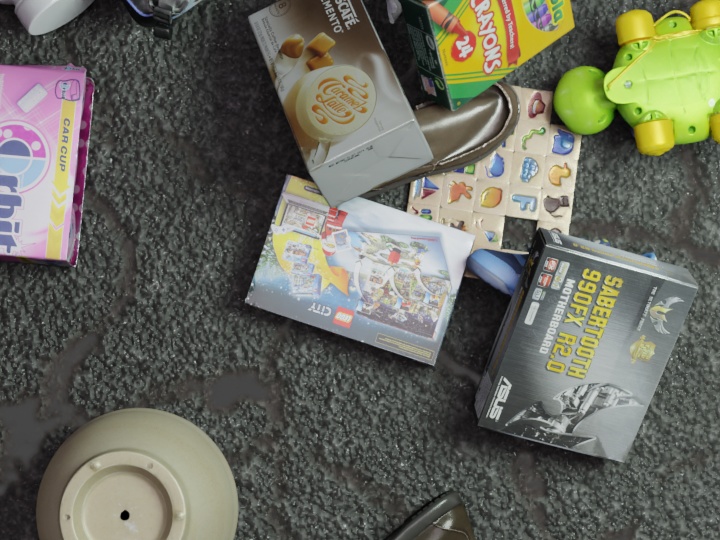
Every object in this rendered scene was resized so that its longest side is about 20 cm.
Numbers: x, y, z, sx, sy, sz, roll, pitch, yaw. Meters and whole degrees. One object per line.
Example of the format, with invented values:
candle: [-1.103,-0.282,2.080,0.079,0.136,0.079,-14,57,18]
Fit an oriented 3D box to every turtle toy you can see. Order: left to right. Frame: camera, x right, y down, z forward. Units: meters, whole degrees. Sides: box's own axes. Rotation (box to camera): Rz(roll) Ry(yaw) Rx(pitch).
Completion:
turtle toy: [0.291,-0.183,1.745,0.199,0.101,0.146,-9,85,-1]

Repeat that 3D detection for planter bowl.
planter bowl: [-0.219,0.231,1.684,0.199,0.135,0.201,0,84,-2]

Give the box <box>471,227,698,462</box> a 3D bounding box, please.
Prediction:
box: [0.213,0.074,1.693,0.158,0.048,0.201,16,111,-10]

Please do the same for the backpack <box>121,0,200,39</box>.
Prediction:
backpack: [-0.178,-0.352,1.731,0.190,0.154,0.200,-33,98,-1]

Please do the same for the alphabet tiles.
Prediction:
alphabet tiles: [0.134,-0.090,1.782,0.166,0.008,0.201,8,84,0]

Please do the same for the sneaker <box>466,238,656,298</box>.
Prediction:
sneaker: [0.202,0.001,1.732,0.199,0.074,0.083,13,102,-11]

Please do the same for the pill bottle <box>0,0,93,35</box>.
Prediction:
pill bottle: [-0.348,-0.339,1.745,0.112,0.112,0.200,-34,86,-4]

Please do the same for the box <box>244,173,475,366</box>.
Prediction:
box: [0.000,0.000,1.752,0.199,0.038,0.137,18,87,3]

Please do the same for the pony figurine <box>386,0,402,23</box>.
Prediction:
pony figurine: [0.036,-0.361,1.727,0.199,0.193,0.167,28,129,9]

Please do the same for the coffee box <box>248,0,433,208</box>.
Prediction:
coffee box: [-0.020,-0.178,1.706,0.114,0.080,0.201,-24,59,6]

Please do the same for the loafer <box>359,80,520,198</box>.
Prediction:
loafer: [0.068,-0.128,1.744,0.199,0.071,0.073,-28,82,2]

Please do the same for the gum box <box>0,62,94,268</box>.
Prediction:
gum box: [-0.333,-0.109,1.747,0.113,0.066,0.201,5,84,0]

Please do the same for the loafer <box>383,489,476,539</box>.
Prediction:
loafer: [0.032,0.298,1.710,0.200,0.073,0.071,-38,84,-4]

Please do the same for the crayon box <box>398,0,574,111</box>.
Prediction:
crayon box: [0.137,-0.262,1.716,0.200,0.127,0.051,-37,44,-20]
